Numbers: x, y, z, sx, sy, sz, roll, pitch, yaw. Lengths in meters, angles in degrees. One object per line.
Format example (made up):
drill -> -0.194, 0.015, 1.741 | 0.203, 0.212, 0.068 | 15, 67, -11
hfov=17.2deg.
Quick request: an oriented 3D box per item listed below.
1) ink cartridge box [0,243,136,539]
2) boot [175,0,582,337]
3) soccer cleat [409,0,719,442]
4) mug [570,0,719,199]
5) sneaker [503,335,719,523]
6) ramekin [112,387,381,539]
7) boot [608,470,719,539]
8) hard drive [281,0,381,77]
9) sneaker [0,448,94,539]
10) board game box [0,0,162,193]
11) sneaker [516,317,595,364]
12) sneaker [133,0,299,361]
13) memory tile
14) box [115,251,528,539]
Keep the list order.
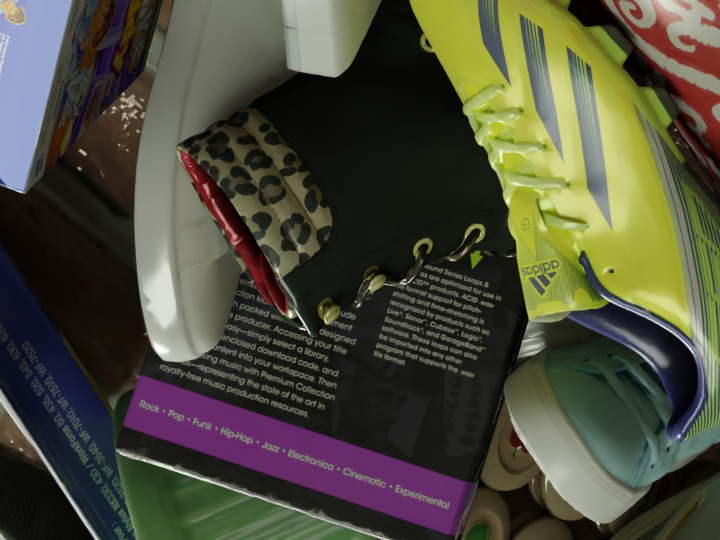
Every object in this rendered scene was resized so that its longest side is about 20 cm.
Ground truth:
ink cartridge box -> -0.150, 0.044, 1.081 | 0.200, 0.047, 0.198 | 38, 160, 56
boot -> 0.042, -0.010, 0.889 | 0.204, 0.154, 0.073 | 55, 165, -2
soccer cleat -> 0.076, -0.028, 0.829 | 0.200, 0.084, 0.065 | 49, 175, -1
mug -> 0.150, -0.103, 0.860 | 0.133, 0.178, 0.200 | -33, 125, 2
sneaker -> 0.121, 0.043, 0.960 | 0.082, 0.200, 0.074 | -41, 81, 20
ramekin -> -0.023, 0.126, 1.078 | 0.097, 0.200, 0.200 | -25, 122, 6
boot -> 0.185, 0.107, 0.955 | 0.200, 0.155, 0.072 | -37, 100, 8
hard drive -> -0.002, -0.185, 0.814 | 0.027, 0.132, 0.200 | 11, 135, 14
sneaker -> -0.195, 0.169, 1.275 | 0.200, 0.084, 0.121 | 32, 132, 4
board game box -> -0.094, -0.145, 0.851 | 0.045, 0.135, 0.201 | 21, 118, 5
sneaker -> 0.026, -0.017, 1.009 | 0.199, 0.078, 0.100 | -2, 124, 22
sneaker -> -0.035, -0.061, 0.921 | 0.084, 0.201, 0.073 | 9, 175, 10
memory tile -> 0.089, 0.136, 1.038 | 0.017, 0.154, 0.200 | 23, 178, 44
box -> 0.000, 0.000, 0.964 | 0.143, 0.201, 0.036 | 18, 179, 11
